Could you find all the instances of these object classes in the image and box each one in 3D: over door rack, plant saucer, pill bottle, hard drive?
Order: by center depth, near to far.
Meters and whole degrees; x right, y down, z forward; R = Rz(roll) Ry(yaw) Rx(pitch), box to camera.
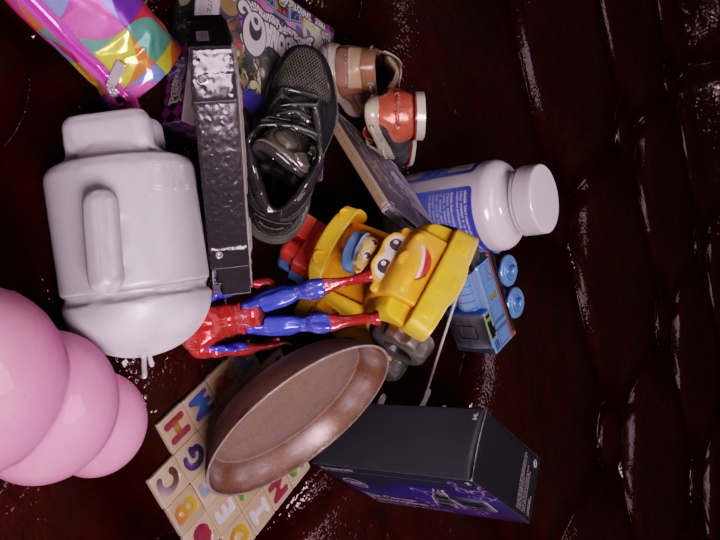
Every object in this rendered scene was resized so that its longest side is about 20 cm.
[{"bbox_3d":[-0.116,-0.098,0.628,0.140,0.038,0.200,-115,-157,-61],"label":"hard drive"},{"bbox_3d":[-0.061,0.129,0.698,0.200,0.200,0.035,-2,44,-53],"label":"plant saucer"},{"bbox_3d":[0.054,0.074,0.932,0.148,0.067,0.201,19,78,-49],"label":"over door rack"},{"bbox_3d":[0.137,-0.076,0.943,0.112,0.200,0.112,7,81,-52],"label":"pill bottle"}]

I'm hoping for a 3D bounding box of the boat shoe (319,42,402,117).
[{"bbox_3d":[0.013,-0.216,0.869,0.200,0.072,0.076,-31,120,-71],"label":"boat shoe"}]

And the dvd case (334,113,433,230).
[{"bbox_3d":[0.032,-0.099,0.859,0.149,0.016,0.200,34,20,-46],"label":"dvd case"}]

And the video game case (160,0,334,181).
[{"bbox_3d":[-0.106,-0.202,0.771,0.200,0.036,0.182,18,73,-51],"label":"video game case"}]

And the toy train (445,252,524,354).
[{"bbox_3d":[0.166,0.017,1.069,0.114,0.087,0.200,-40,119,-41],"label":"toy train"}]

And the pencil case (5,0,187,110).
[{"bbox_3d":[-0.223,-0.213,0.578,0.200,0.088,0.089,49,50,-35],"label":"pencil case"}]

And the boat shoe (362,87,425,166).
[{"bbox_3d":[0.034,-0.158,0.847,0.200,0.062,0.071,171,-85,-89],"label":"boat shoe"}]

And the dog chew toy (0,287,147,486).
[{"bbox_3d":[-0.226,0.090,0.516,0.200,0.124,0.125,42,53,-53],"label":"dog chew toy"}]

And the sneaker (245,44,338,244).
[{"bbox_3d":[-0.060,-0.132,0.702,0.076,0.114,0.200,16,75,-7],"label":"sneaker"}]

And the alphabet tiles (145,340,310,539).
[{"bbox_3d":[-0.117,0.173,0.738,0.200,0.006,0.167,-45,122,-45],"label":"alphabet tiles"}]

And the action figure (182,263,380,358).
[{"bbox_3d":[-0.085,0.039,0.660,0.052,0.199,0.066,-102,-177,-85],"label":"action figure"}]

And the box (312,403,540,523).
[{"bbox_3d":[0.071,0.206,0.823,0.141,0.200,0.079,45,52,-40],"label":"box"}]

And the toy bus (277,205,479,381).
[{"bbox_3d":[0.000,0.000,0.758,0.192,0.200,0.136,33,69,-3],"label":"toy bus"}]

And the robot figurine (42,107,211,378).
[{"bbox_3d":[-0.178,-0.020,0.586,0.170,0.113,0.201,-55,138,-87],"label":"robot figurine"}]
